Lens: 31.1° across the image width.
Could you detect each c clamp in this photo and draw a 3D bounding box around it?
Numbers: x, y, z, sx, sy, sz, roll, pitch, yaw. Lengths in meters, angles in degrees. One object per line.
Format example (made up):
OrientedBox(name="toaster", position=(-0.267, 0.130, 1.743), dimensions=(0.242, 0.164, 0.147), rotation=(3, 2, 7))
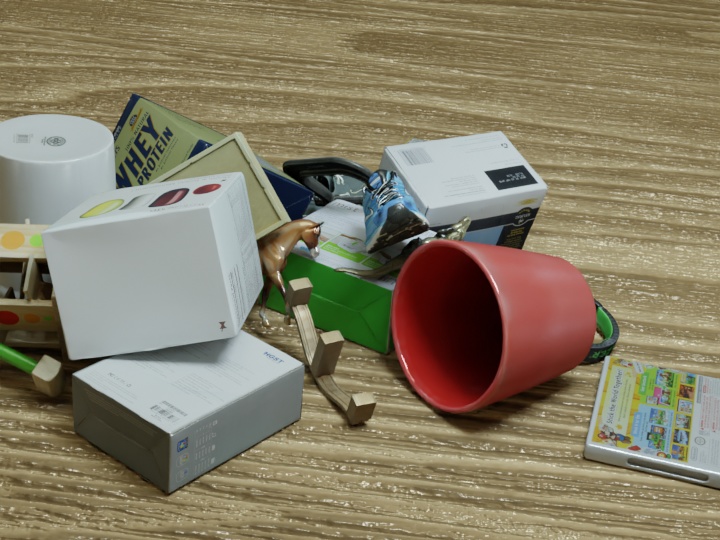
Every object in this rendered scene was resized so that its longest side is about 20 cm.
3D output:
OrientedBox(name="c clamp", position=(-0.018, -0.108, 1.749), dimensions=(0.171, 0.027, 0.200), rotation=(35, -19, -28))

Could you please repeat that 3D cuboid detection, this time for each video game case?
OrientedBox(name="video game case", position=(0.357, 0.172, 1.477), dimensions=(0.181, 0.023, 0.200), rotation=(12, 29, 12))

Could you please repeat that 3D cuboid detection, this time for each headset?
OrientedBox(name="headset", position=(0.233, 0.054, 1.652), dimensions=(0.200, 0.094, 0.123), rotation=(40, 37, 25))

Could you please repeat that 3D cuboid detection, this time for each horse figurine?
OrientedBox(name="horse figurine", position=(-0.144, 0.002, 1.595), dimensions=(0.199, 0.133, 0.050), rotation=(0, -8, 25))

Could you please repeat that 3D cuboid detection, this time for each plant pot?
OrientedBox(name="plant pot", position=(0.163, 0.059, 1.502), dimensions=(0.177, 0.201, 0.200), rotation=(-4, 27, -37))

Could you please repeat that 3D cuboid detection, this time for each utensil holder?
OrientedBox(name="utensil holder", position=(-0.386, -0.076, 1.630), dimensions=(0.169, 0.201, 0.170), rotation=(5, 27, -2))

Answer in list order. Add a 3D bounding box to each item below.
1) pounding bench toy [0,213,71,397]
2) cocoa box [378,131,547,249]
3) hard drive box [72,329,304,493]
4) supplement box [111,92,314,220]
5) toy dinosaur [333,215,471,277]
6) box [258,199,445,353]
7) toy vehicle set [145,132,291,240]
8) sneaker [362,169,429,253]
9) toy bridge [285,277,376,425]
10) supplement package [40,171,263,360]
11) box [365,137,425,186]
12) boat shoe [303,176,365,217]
OrientedBox(name="pounding bench toy", position=(-0.404, 0.046, 1.468), dimensions=(0.155, 0.124, 0.201), rotation=(2, 52, -3))
OrientedBox(name="cocoa box", position=(0.130, -0.093, 1.797), dimensions=(0.199, 0.132, 0.134), rotation=(-11, 49, -28))
OrientedBox(name="hard drive box", position=(-0.183, 0.136, 1.394), dimensions=(0.156, 0.077, 0.200), rotation=(25, 34, 34))
OrientedBox(name="supplement box", position=(-0.211, -0.112, 1.715), dimensions=(0.200, 0.135, 0.200), rotation=(22, 9, -44))
OrientedBox(name="toy dinosaur", position=(0.074, -0.022, 1.563), dimensions=(0.199, 0.048, 0.088), rotation=(-19, 7, -31))
OrientedBox(name="box", position=(0.000, 0.000, 1.662), dimensions=(0.199, 0.097, 0.176), rotation=(20, 30, 26))
OrientedBox(name="toy vehicle set", position=(-0.200, -0.064, 1.563), dimensions=(0.199, 0.125, 0.027), rotation=(-29, 0, 10))
OrientedBox(name="sneaker", position=(0.027, -0.074, 1.540), dimensions=(0.078, 0.090, 0.200), rotation=(-21, 3, -3))
OrientedBox(name="toy bridge", position=(-0.040, 0.098, 1.491), dimensions=(0.027, 0.067, 0.200), rotation=(-11, 50, -26))
OrientedBox(name="supplement package", position=(-0.225, -0.011, 1.448), dimensions=(0.190, 0.148, 0.200), rotation=(-8, 14, 6))
OrientedBox(name="box", position=(0.068, -0.132, 1.952), dimensions=(0.064, 0.070, 0.200), rotation=(16, 29, 17))
OrientedBox(name="boat shoe", position=(-0.044, -0.119, 1.917), dimensions=(0.073, 0.062, 0.200), rotation=(23, 32, 30))
